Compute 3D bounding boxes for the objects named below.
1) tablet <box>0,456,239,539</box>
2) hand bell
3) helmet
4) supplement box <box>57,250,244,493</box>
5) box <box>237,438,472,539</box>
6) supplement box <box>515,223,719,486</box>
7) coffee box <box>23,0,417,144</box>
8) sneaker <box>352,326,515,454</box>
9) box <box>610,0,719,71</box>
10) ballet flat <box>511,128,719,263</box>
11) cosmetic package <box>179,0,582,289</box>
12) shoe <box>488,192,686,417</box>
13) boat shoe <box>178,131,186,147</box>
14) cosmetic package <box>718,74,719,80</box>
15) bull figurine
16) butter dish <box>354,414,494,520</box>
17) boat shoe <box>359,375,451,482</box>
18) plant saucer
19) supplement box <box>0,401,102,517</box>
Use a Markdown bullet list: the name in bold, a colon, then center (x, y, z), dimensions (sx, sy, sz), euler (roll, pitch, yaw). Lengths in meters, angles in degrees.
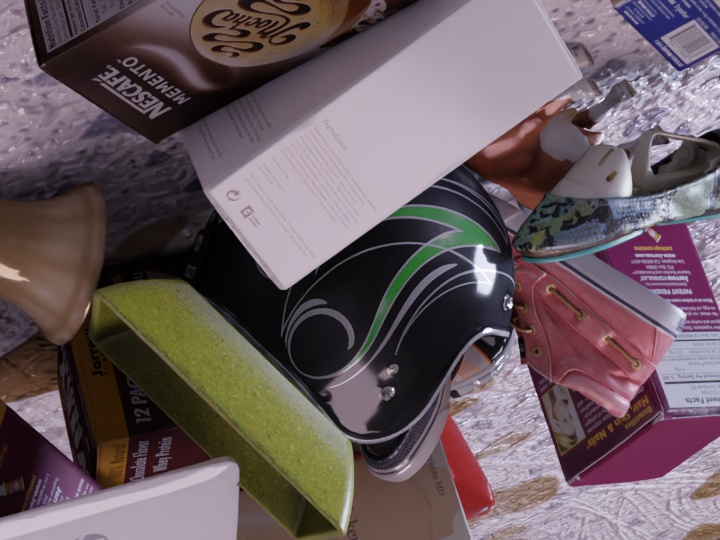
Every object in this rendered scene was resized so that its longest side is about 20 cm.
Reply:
- **tablet**: center (-0.171, 0.179, 1.074), dimensions (0.198, 0.014, 0.131), euler (-14, 142, -18)
- **hand bell**: center (-0.264, -0.026, 1.045), dimensions (0.199, 0.105, 0.104), euler (14, 143, -28)
- **helmet**: center (0.000, 0.000, 1.111), dimensions (0.191, 0.200, 0.200), euler (-47, 159, -13)
- **supplement box**: center (-0.115, 0.086, 1.285), dimensions (0.198, 0.134, 0.198), euler (-10, 155, -16)
- **box**: center (-0.021, 0.205, 1.326), dimensions (0.198, 0.096, 0.078), euler (-16, 156, -8)
- **supplement box**: center (0.200, 0.046, 1.329), dimensions (0.102, 0.202, 0.131), euler (0, 152, -32)
- **coffee box**: center (-0.061, -0.157, 0.876), dimensions (0.199, 0.080, 0.113), euler (-26, 154, 18)
- **sneaker**: center (0.053, 0.064, 1.376), dimensions (0.200, 0.073, 0.081), euler (-37, 130, -35)
- **box**: center (0.258, -0.199, 1.056), dimensions (0.199, 0.033, 0.121), euler (-26, 155, 22)
- **ballet flat**: center (0.177, -0.056, 1.135), dimensions (0.199, 0.075, 0.074), euler (-15, 159, -36)
- **cosmetic package**: center (0.005, -0.097, 0.937), dimensions (0.199, 0.108, 0.085), euler (-34, 123, 5)
- **shoe**: center (0.124, 0.019, 1.222), dimensions (0.091, 0.199, 0.071), euler (-58, 172, 1)
- **boat shoe**: center (-0.019, -0.099, 1.035), dimensions (0.199, 0.072, 0.070), euler (-7, 154, -20)
- **cosmetic package**: center (0.307, -0.132, 1.103), dimensions (0.106, 0.091, 0.200), euler (-21, 175, -1)
- **bull figurine**: center (0.133, -0.085, 1.175), dimensions (0.121, 0.065, 0.200), euler (-36, 156, 21)
- **butter dish**: center (-0.006, 0.202, 1.488), dimensions (0.198, 0.200, 0.149), euler (-11, 127, -15)
- **boat shoe**: center (0.024, 0.047, 1.258), dimensions (0.074, 0.202, 0.093), euler (6, 166, 37)
- **plant saucer**: center (-0.080, 0.081, 1.071), dimensions (0.048, 0.200, 0.200), euler (-46, 180, -14)
- **supplement box**: center (-0.254, 0.177, 1.173), dimensions (0.130, 0.104, 0.200), euler (-5, 143, 30)
